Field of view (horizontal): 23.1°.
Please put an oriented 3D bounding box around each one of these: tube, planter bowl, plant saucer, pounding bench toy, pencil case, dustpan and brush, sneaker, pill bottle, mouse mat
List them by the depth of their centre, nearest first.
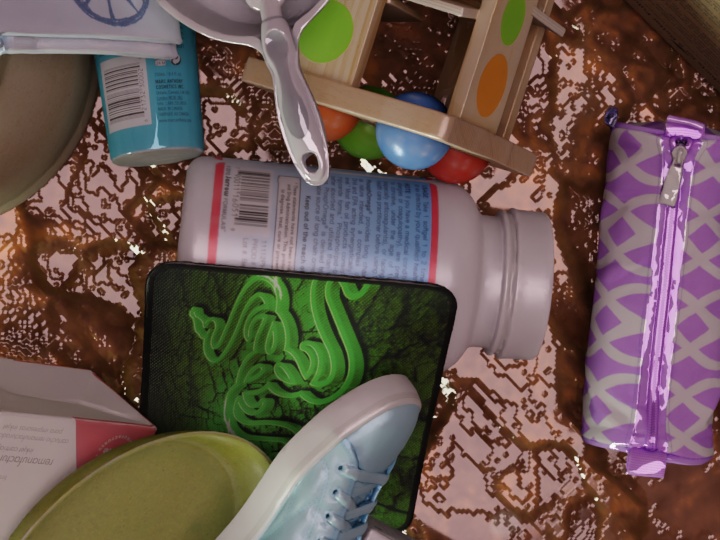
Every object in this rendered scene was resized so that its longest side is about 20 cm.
[{"bbox_3d":[-0.045,-0.139,0.860,0.139,0.057,0.200,-17,94,13],"label":"dustpan and brush"},{"bbox_3d":[-0.241,-0.120,0.925,0.200,0.135,0.201,0,92,-4],"label":"planter bowl"},{"bbox_3d":[-0.021,0.147,0.929,0.082,0.074,0.200,45,108,24],"label":"sneaker"},{"bbox_3d":[0.001,-0.142,0.946,0.200,0.124,0.156,19,93,27],"label":"pounding bench toy"},{"bbox_3d":[-0.127,0.165,0.947,0.031,0.200,0.200,37,89,39],"label":"plant saucer"},{"bbox_3d":[-0.121,-0.159,0.953,0.077,0.050,0.200,-6,86,-1],"label":"tube"},{"bbox_3d":[-0.039,0.075,0.953,0.161,0.008,0.200,5,131,-4],"label":"mouse mat"},{"bbox_3d":[0.000,0.000,0.963,0.200,0.109,0.109,6,92,-4],"label":"pill bottle"},{"bbox_3d":[0.172,0.010,0.989,0.084,0.086,0.200,4,94,-1],"label":"pencil case"}]

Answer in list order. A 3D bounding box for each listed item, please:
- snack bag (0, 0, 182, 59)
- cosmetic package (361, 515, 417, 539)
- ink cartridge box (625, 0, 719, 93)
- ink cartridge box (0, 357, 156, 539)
[{"bbox_3d":[-0.187,-0.195,0.864,0.200,0.021,0.189,-4,78,-38],"label":"snack bag"},{"bbox_3d":[0.014,0.257,0.993,0.151,0.052,0.200,30,90,-15],"label":"cosmetic package"},{"bbox_3d":[0.246,-0.125,0.947,0.200,0.165,0.075,42,87,-6],"label":"ink cartridge box"},{"bbox_3d":[-0.206,0.149,0.932,0.067,0.116,0.200,36,104,36],"label":"ink cartridge box"}]
